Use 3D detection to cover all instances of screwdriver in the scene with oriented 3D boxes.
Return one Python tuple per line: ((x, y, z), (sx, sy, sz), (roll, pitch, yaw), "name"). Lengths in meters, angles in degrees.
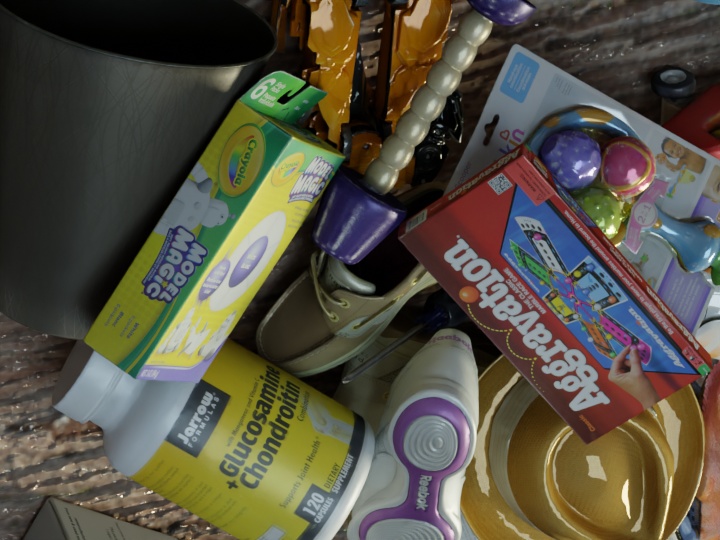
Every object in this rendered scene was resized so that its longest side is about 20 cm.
((0.031, 0.041, 1.623), (0.200, 0.029, 0.028), (-28, 124, -54), "screwdriver")

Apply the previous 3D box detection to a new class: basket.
((-0.163, -0.071, 1.483), (0.179, 0.136, 0.201), (9, 119, -19), "basket")

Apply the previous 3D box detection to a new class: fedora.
((0.160, 0.136, 1.665), (0.199, 0.082, 0.202), (-5, 109, -14), "fedora")

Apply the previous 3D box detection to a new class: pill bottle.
((-0.099, 0.103, 1.603), (0.199, 0.112, 0.112), (30, 105, -14), "pill bottle")

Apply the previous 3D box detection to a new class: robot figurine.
((0.001, -0.135, 1.557), (0.144, 0.058, 0.201), (-4, 119, -21), "robot figurine")

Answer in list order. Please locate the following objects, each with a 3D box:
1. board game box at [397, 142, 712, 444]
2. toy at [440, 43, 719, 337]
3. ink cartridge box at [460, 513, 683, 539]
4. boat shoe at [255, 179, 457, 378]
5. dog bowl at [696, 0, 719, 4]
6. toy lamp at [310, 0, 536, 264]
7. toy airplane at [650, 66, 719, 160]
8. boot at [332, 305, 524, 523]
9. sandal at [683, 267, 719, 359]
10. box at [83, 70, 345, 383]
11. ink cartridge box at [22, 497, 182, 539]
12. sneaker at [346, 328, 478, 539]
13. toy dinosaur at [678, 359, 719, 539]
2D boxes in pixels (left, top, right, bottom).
((0.125, 0.018, 1.551), (0.103, 0.019, 0.200), (-33, 114, 25), "board game box")
((0.164, -0.049, 1.558), (0.199, 0.047, 0.116), (28, 81, -20), "toy")
((0.131, 0.200, 1.775), (0.199, 0.037, 0.095), (-22, 93, 13), "ink cartridge box")
((0.000, 0.000, 1.602), (0.200, 0.074, 0.066), (-38, 154, 19), "boat shoe")
((0.280, -0.237, 1.585), (0.199, 0.112, 0.050), (-25, 132, -8), "dog bowl")
((0.035, -0.095, 1.526), (0.058, 0.058, 0.201), (28, 101, -33), "toy lamp")
((0.309, -0.097, 1.658), (0.199, 0.141, 0.199), (30, 105, -35), "toy airplane")
((0.056, 0.120, 1.720), (0.199, 0.073, 0.156), (20, 109, -29), "boot")
((0.276, 0.034, 1.678), (0.205, 0.079, 0.060), (1, 78, -14), "sandal")
((-0.079, -0.026, 1.479), (0.201, 0.048, 0.117), (-59, 165, 6), "box")
((-0.159, 0.264, 1.706), (0.199, 0.084, 0.146), (23, 108, -32), "ink cartridge box")
((0.044, 0.124, 1.638), (0.074, 0.100, 0.201), (16, 134, -3), "sneaker")
((0.240, 0.175, 1.780), (0.105, 0.200, 0.182), (-19, 80, -27), "toy dinosaur")
